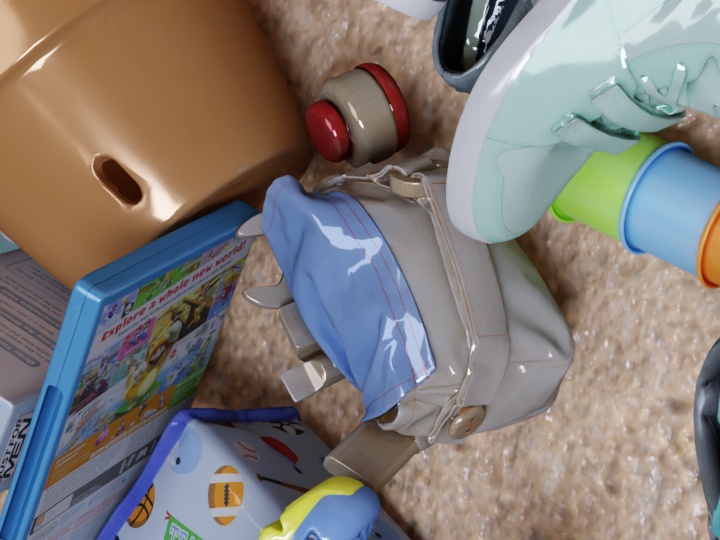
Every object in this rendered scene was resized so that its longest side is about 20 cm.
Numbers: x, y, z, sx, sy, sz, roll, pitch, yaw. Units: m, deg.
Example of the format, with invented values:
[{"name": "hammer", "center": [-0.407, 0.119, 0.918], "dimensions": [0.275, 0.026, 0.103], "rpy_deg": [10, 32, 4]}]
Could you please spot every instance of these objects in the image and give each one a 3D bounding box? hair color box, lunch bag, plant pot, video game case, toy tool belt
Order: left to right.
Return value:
[{"name": "hair color box", "center": [-0.169, 0.043, 0.972], "dimensions": [0.099, 0.200, 0.061], "rpy_deg": [31, 111, 16]}, {"name": "video game case", "center": [-0.118, 0.071, 0.909], "dimensions": [0.018, 0.143, 0.201], "rpy_deg": [31, 118, 16]}, {"name": "plant pot", "center": [-0.118, -0.073, 0.960], "dimensions": [0.200, 0.200, 0.140], "rpy_deg": [-43, 81, 32]}, {"name": "lunch bag", "center": [-0.058, 0.195, 0.943], "dimensions": [0.170, 0.124, 0.200], "rpy_deg": [44, 110, 30]}, {"name": "toy tool belt", "center": [0.000, 0.000, 0.867], "dimensions": [0.200, 0.123, 0.125], "rpy_deg": [58, 159, 24]}]

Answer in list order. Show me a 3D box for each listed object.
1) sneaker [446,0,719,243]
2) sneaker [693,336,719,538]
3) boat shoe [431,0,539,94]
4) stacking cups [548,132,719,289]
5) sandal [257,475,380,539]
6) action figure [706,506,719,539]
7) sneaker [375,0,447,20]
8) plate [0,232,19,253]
[{"name": "sneaker", "center": [0.119, -0.064, 0.747], "dimensions": [0.118, 0.074, 0.201], "rpy_deg": [47, 119, 24]}, {"name": "sneaker", "center": [0.181, 0.065, 0.647], "dimensions": [0.200, 0.120, 0.084], "rpy_deg": [-156, 63, -62]}, {"name": "boat shoe", "center": [0.086, -0.169, 0.853], "dimensions": [0.073, 0.062, 0.201], "rpy_deg": [33, 111, 36]}, {"name": "stacking cups", "center": [0.144, -0.021, 0.814], "dimensions": [0.200, 0.060, 0.061], "rpy_deg": [31, 110, 32]}, {"name": "sandal", "center": [-0.024, 0.183, 0.813], "dimensions": [0.087, 0.079, 0.201], "rpy_deg": [24, 110, 20]}, {"name": "action figure", "center": [0.163, 0.152, 0.772], "dimensions": [0.200, 0.069, 0.130], "rpy_deg": [-34, 84, 46]}, {"name": "sneaker", "center": [0.013, -0.194, 0.868], "dimensions": [0.080, 0.078, 0.200], "rpy_deg": [-54, 29, 27]}, {"name": "plate", "center": [-0.176, -0.042, 1.107], "dimensions": [0.200, 0.026, 0.201], "rpy_deg": [1, 91, 40]}]
